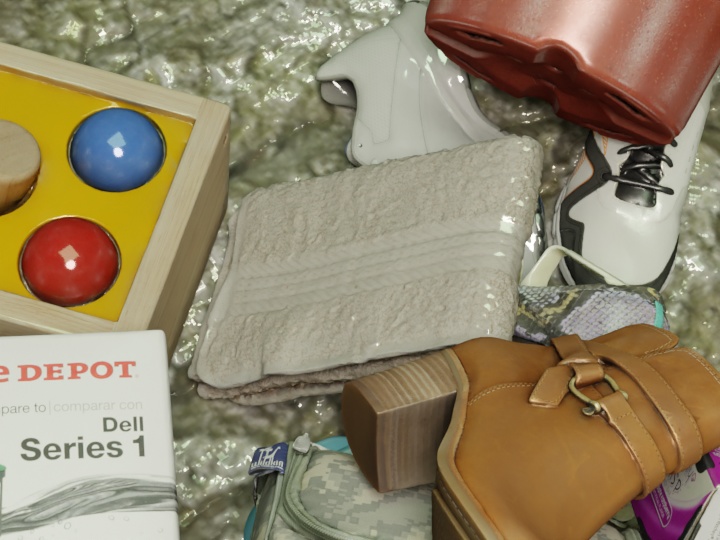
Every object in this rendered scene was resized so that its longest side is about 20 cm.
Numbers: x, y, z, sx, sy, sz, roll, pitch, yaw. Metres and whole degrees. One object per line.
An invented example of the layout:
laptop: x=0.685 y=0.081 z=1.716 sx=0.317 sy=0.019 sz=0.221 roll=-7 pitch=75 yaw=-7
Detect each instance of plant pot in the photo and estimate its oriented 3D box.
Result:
plant pot: x=0.138 y=-0.183 z=1.005 sx=0.200 sy=0.201 sz=0.196 roll=25 pitch=87 yaw=9

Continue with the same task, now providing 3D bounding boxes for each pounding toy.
pounding toy: x=-0.188 y=-0.023 z=0.987 sx=0.199 sy=0.142 sz=0.185 roll=16 pitch=60 yaw=4

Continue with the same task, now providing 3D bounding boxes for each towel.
towel: x=0.000 y=0.000 z=0.990 sx=0.199 sy=0.034 sz=0.133 roll=-12 pitch=51 yaw=34

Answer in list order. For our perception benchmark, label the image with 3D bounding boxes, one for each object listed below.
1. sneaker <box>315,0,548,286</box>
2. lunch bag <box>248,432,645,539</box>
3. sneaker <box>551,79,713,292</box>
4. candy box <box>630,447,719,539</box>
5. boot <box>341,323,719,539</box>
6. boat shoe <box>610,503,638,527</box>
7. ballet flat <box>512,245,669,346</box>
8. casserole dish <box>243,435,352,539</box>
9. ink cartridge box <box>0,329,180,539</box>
sneaker: x=0.044 y=-0.058 z=1.079 sx=0.087 sy=0.075 sz=0.200 roll=-26 pitch=59 yaw=-5
lunch bag: x=0.031 y=0.169 z=0.865 sx=0.199 sy=0.140 sz=0.168 roll=14 pitch=42 yaw=1
sneaker: x=0.157 y=-0.070 z=1.082 sx=0.073 sy=0.080 sz=0.201 roll=13 pitch=62 yaw=0
candy box: x=0.230 y=0.123 z=0.907 sx=0.199 sy=0.061 sz=0.136 roll=20 pitch=20 yaw=-11
boot: x=0.096 y=0.092 z=0.806 sx=0.155 sy=0.077 sz=0.200 roll=-11 pitch=29 yaw=-18
boat shoe: x=0.137 y=0.100 z=0.989 sx=0.199 sy=0.072 sz=0.062 roll=3 pitch=66 yaw=-4
ballet flat: x=0.079 y=0.018 z=0.983 sx=0.200 sy=0.072 sz=0.072 roll=11 pitch=51 yaw=47
casserole dish: x=0.023 y=0.163 z=0.961 sx=0.121 sy=0.039 sz=0.200 roll=-25 pitch=65 yaw=-18
ink cartridge box: x=-0.154 y=0.132 z=0.863 sx=0.145 sy=0.084 sz=0.201 roll=-3 pitch=65 yaw=-10
